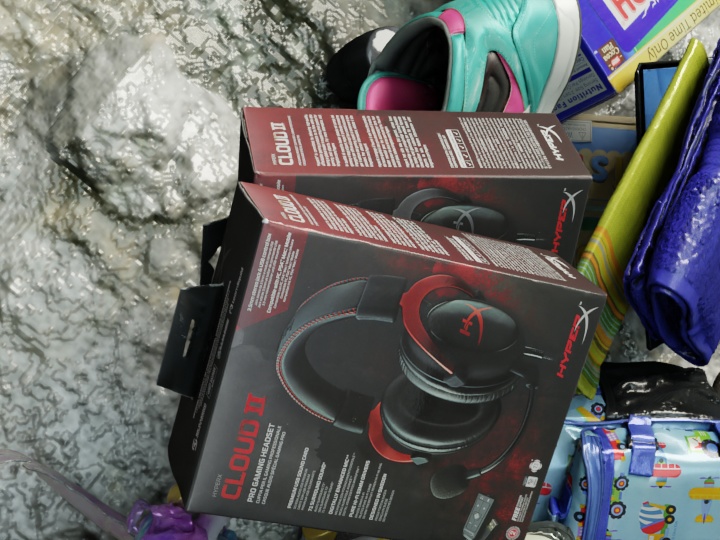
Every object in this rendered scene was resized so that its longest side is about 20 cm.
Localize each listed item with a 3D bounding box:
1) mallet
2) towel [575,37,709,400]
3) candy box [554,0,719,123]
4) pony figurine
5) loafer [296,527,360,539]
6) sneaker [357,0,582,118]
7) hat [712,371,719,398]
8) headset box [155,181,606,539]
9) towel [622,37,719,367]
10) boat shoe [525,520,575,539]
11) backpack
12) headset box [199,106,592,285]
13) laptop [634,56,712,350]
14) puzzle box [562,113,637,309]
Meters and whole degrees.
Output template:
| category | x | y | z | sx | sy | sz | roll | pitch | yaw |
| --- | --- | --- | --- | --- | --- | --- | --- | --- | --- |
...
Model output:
| category | x | y | z | sx | sy | sz | roll | pitch | yaw |
| --- | --- | --- | --- | --- | --- | --- | --- | --- | --- |
| mallet | 0.081 | -0.132 | 0.861 | 0.199 | 0.066 | 0.041 | -1 | 86 | -18 |
| towel | 0.160 | -0.028 | 0.755 | 0.018 | 0.086 | 0.201 | 22 | 76 | 28 |
| candy box | 0.137 | -0.222 | 0.858 | 0.169 | 0.077 | 0.200 | -41 | 101 | -33 |
| pony figurine | -0.101 | 0.164 | 0.748 | 0.200 | 0.167 | 0.193 | -35 | 124 | 1 |
| loafer | 0.017 | 0.235 | 0.819 | 0.072 | 0.063 | 0.201 | -28 | 71 | 12 |
| sneaker | 0.055 | -0.080 | 0.799 | 0.120 | 0.084 | 0.201 | -10 | 130 | -25 |
| hat | 0.271 | 0.095 | 0.885 | 0.081 | 0.201 | 0.201 | 29 | 75 | 29 |
| headset box | 0.000 | 0.049 | 0.654 | 0.199 | 0.075 | 0.149 | 13 | 104 | -19 |
| towel | 0.212 | -0.054 | 0.768 | 0.049 | 0.148 | 0.201 | 21 | 79 | 24 |
| boat shoe | 0.042 | 0.196 | 0.750 | 0.199 | 0.066 | 0.075 | -39 | 90 | 25 |
| backpack | 0.122 | 0.145 | 0.810 | 0.199 | 0.135 | 0.183 | 6 | 109 | -10 |
| headset box | 0.011 | -0.008 | 0.731 | 0.199 | 0.077 | 0.149 | 0 | 124 | -12 |
| laptop | 0.263 | -0.052 | 0.854 | 0.199 | 0.103 | 0.178 | -5 | 98 | -5 |
| puzzle box | 0.202 | -0.038 | 0.915 | 0.199 | 0.025 | 0.134 | 2 | 87 | -18 |
